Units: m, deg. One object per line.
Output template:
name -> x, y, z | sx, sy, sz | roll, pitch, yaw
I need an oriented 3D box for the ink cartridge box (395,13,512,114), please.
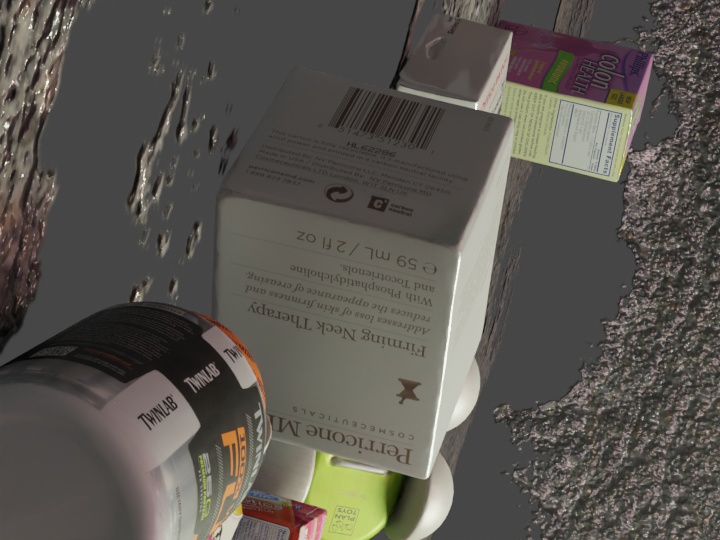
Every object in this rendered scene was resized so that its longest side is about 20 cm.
ink cartridge box -> 0.082, -0.125, 1.745 | 0.146, 0.083, 0.202 | -63, 164, -51

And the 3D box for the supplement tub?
supplement tub -> -0.116, 0.085, 0.839 | 0.200, 0.121, 0.124 | -41, 144, -73

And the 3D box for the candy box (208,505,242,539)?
candy box -> -0.132, 0.188, 1.064 | 0.137, 0.060, 0.201 | 89, 17, -54

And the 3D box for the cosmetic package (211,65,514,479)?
cosmetic package -> 0.000, 0.000, 1.231 | 0.167, 0.165, 0.202 | -65, 164, -51

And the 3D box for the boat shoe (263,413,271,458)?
boat shoe -> -0.123, 0.137, 0.960 | 0.200, 0.074, 0.062 | -45, 161, -45

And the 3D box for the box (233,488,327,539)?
box -> -0.098, 0.252, 1.229 | 0.095, 0.099, 0.202 | 4, 99, -79

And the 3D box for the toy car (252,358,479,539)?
toy car -> -0.013, 0.117, 1.438 | 0.150, 0.173, 0.202 | 18, -85, 64

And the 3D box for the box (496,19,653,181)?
box -> 0.238, -0.208, 2.165 | 0.176, 0.198, 0.098 | -59, 161, -57
